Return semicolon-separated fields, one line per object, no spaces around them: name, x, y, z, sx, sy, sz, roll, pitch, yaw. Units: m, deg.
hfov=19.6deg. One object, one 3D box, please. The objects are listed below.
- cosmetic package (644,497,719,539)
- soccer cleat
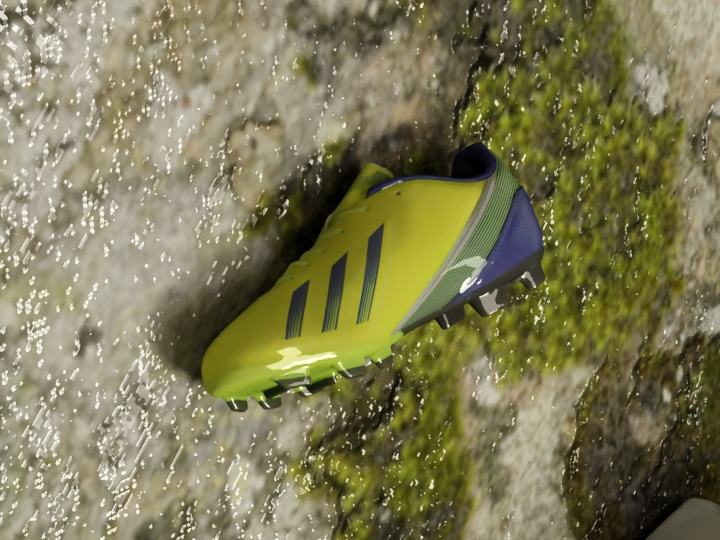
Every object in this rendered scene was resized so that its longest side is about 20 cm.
cosmetic package;0.217;0.270;1.181;0.166;0.167;0.200;-35;129;-42
soccer cleat;0.000;0.000;0.908;0.200;0.065;0.084;-25;92;-40
